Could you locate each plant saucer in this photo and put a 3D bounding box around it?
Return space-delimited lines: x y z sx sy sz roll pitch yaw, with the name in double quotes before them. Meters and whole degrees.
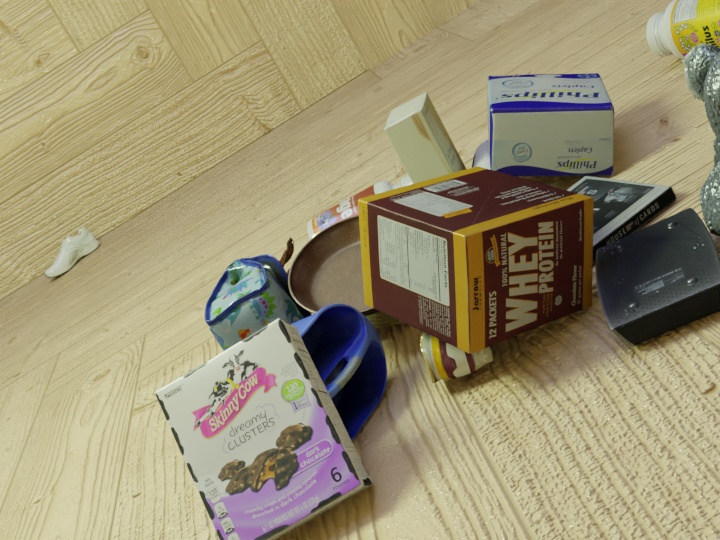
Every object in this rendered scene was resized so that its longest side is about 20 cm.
"plant saucer" 0.000 0.000 1.401 0.196 0.037 0.202 -13 39 11

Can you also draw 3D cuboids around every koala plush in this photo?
"koala plush" 0.430 -0.156 1.122 0.182 0.202 0.177 -29 19 -5

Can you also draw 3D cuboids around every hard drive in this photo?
"hard drive" 0.327 0.007 1.139 0.133 0.043 0.201 -25 19 18

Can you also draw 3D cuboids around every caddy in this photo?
"caddy" -0.045 0.133 1.263 0.104 0.142 0.200 -20 22 43

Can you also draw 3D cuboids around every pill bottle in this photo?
"pill bottle" 0.019 -0.077 1.727 0.197 0.113 0.113 -27 19 13
"pill bottle" 0.564 -0.402 1.687 0.104 0.105 0.199 -41 20 -27

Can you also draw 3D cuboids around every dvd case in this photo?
"dvd case" 0.306 -0.072 1.397 0.149 0.025 0.200 -36 20 -12

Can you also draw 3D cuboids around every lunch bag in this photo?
"lunch bag" -0.133 0.079 1.486 0.126 0.172 0.200 -31 17 0

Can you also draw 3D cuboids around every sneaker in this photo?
"sneaker" 0.128 0.068 1.277 0.088 0.076 0.201 -12 27 15
"sneaker" -0.886 -0.053 3.150 0.070 0.081 0.200 -4 34 50

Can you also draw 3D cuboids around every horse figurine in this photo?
"horse figurine" -0.178 0.034 1.841 0.201 0.050 0.132 -49 6 -21

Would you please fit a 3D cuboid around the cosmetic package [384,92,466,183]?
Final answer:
"cosmetic package" 0.118 -0.170 1.662 0.070 0.202 0.106 -24 20 19

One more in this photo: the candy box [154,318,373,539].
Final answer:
"candy box" -0.107 0.183 1.137 0.166 0.202 0.072 -30 -15 6

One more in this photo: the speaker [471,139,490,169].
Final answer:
"speaker" 0.209 -0.136 1.624 0.080 0.082 0.201 -24 21 20

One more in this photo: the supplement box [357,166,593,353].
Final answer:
"supplement box" 0.134 -0.021 1.215 0.195 0.135 0.199 -17 24 -32

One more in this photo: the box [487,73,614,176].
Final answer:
"box" 0.283 -0.224 1.577 0.180 0.107 0.201 -1 25 6

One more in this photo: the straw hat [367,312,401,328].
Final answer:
"straw hat" 0.040 -0.013 1.491 0.197 0.086 0.202 -12 32 8
